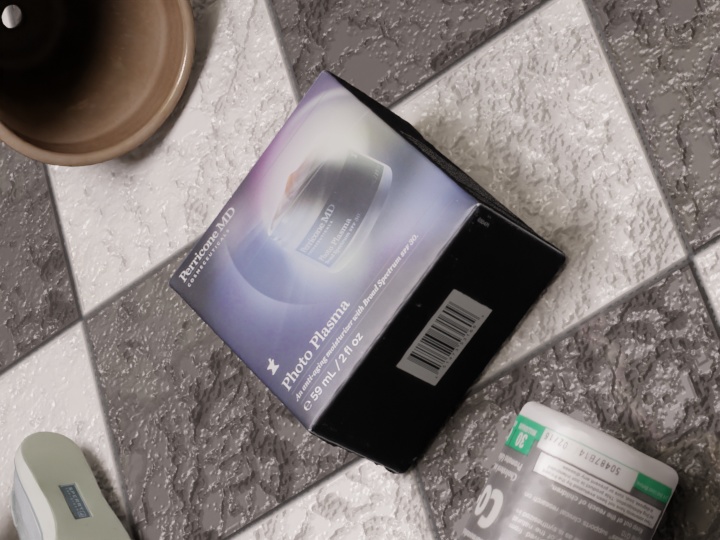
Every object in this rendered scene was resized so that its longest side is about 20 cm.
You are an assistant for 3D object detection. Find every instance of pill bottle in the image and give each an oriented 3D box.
[{"bbox_3d":[0.115,0.196,1.546,0.113,0.113,0.200,23,86,41],"label":"pill bottle"}]

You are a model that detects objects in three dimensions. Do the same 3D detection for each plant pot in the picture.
[{"bbox_3d":[-0.260,-0.196,1.964,0.174,0.200,0.201,24,87,58],"label":"plant pot"}]

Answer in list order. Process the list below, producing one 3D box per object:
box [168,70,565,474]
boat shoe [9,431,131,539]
[{"bbox_3d":[0.000,0.000,1.710,0.200,0.123,0.198,-53,48,7],"label":"box"},{"bbox_3d":[-0.220,0.216,1.833,0.201,0.070,0.072,62,144,39],"label":"boat shoe"}]
